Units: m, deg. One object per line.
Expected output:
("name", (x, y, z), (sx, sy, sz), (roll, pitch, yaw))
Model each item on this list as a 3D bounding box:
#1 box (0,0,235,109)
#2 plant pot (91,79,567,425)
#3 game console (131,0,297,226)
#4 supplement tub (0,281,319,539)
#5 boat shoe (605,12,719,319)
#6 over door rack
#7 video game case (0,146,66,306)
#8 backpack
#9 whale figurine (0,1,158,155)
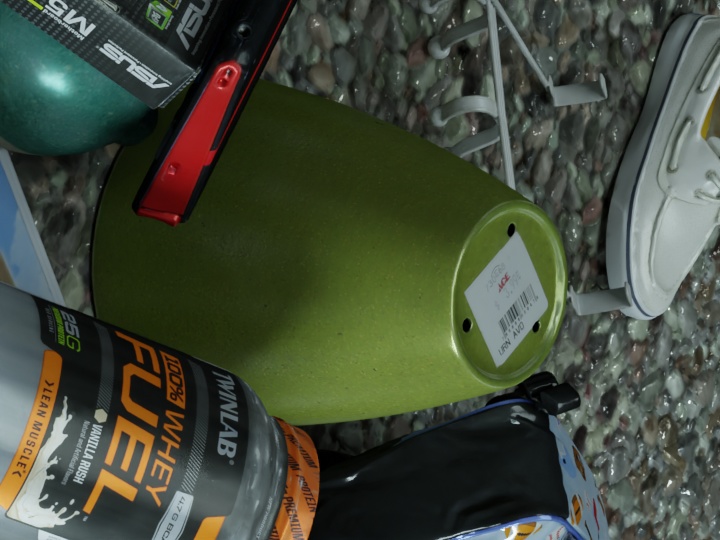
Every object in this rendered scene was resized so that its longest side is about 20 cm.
("box", (-0.124, -0.202, 1.273), (0.193, 0.048, 0.200), (33, 52, -15))
("plant pot", (0.000, 0.000, 1.429), (0.187, 0.200, 0.188), (-11, 104, -48))
("game console", (-0.047, -0.129, 1.324), (0.177, 0.031, 0.200), (118, -4, -60))
("supplement tub", (-0.126, 0.084, 1.281), (0.200, 0.122, 0.123), (22, 79, -27))
("boat shoe", (0.211, -0.064, 1.762), (0.071, 0.070, 0.201), (31, 73, -47))
("over door rack", (0.085, -0.062, 1.595), (0.200, 0.066, 0.148), (27, 54, -60))
("video game case", (-0.203, 0.069, 1.343), (0.182, 0.022, 0.200), (-41, 125, -37))
("backpack", (0.055, 0.161, 1.528), (0.190, 0.199, 0.154), (37, 40, -64))
("whale figurine", (-0.113, -0.134, 1.350), (0.200, 0.104, 0.160), (-33, 120, -44))
